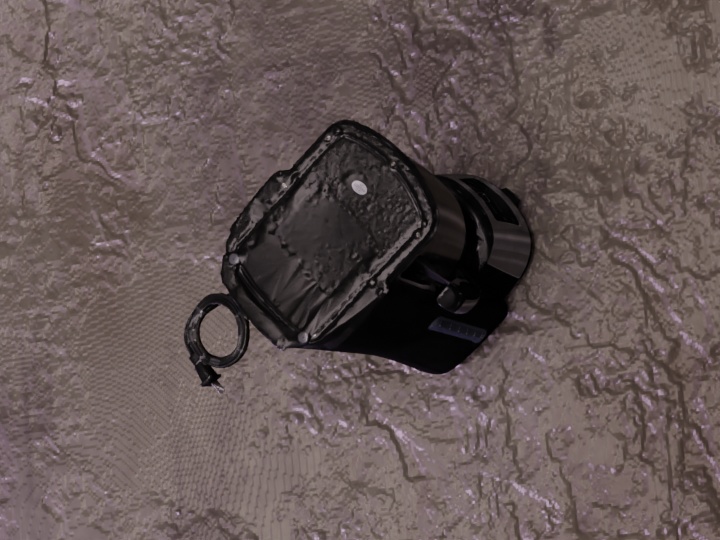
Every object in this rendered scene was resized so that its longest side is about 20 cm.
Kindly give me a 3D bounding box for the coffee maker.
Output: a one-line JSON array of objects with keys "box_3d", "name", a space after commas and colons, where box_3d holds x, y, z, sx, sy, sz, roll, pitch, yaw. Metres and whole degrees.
[{"box_3d": [0.000, 0.000, 1.626, 0.192, 0.200, 0.135, -24, 72, 19], "name": "coffee maker"}]
